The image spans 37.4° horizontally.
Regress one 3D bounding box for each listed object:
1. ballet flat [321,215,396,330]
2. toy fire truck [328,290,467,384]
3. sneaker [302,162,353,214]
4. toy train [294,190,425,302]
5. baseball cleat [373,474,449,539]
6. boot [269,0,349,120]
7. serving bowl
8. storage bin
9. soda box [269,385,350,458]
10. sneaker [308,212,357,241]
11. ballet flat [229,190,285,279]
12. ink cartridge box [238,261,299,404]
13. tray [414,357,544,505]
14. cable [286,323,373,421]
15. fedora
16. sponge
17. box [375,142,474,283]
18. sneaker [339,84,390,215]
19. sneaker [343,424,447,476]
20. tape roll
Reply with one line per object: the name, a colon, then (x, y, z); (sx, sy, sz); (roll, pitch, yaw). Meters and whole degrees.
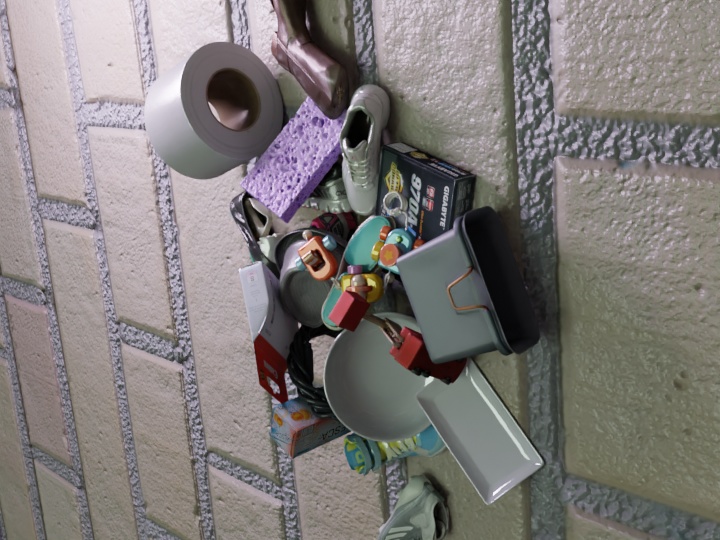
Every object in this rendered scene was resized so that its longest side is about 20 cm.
ballet flat: (0.000, 0.000, 1.639); (0.067, 0.062, 0.201); (36, 105, 20)
toy fire truck: (0.058, 0.099, 1.559); (0.141, 0.199, 0.049); (37, 98, 35)
sneaker: (-0.078, -0.150, 1.751); (0.198, 0.073, 0.089); (13, 112, 43)
toy train: (-0.005, -0.025, 1.575); (0.199, 0.056, 0.152); (-31, 82, 20)
baseball cleat: (0.086, 0.436, 1.772); (0.106, 0.069, 0.202); (43, 133, 32)
boot: (-0.072, -0.356, 1.652); (0.201, 0.064, 0.188); (53, 151, 38)
serving bowl: (0.041, 0.161, 1.662); (0.066, 0.197, 0.203); (-91, -13, -85)
storage bin: (0.138, 0.034, 1.468); (0.133, 0.145, 0.202); (-22, 88, 31)
soda box: (-0.053, 0.235, 1.759); (0.068, 0.198, 0.064); (39, 131, 35)
sneaker: (-0.079, -0.030, 1.792); (0.081, 0.074, 0.201); (51, 137, 25)
ballet flat: (-0.174, -0.059, 1.906); (0.068, 0.068, 0.201); (-45, 69, 39)
ink cartridge box: (-0.136, 0.107, 1.730); (0.163, 0.056, 0.202); (56, -165, -63)
tray: (0.177, 0.238, 1.593); (0.107, 0.022, 0.201); (-37, 70, 7)
cable: (-0.043, 0.163, 1.749); (0.200, 0.162, 0.051); (48, 148, 21)
fedora: (-0.072, 0.026, 1.722); (0.175, 0.091, 0.201); (22, 143, 6)
sponge: (-0.095, -0.183, 1.696); (0.111, 0.030, 0.201); (39, 91, 35)
box: (0.090, -0.073, 1.595); (0.158, 0.046, 0.202); (31, 126, 41)
sneaker: (-0.003, -0.174, 1.615); (0.077, 0.099, 0.203); (6, 112, 18)
sneaker: (0.051, 0.281, 1.708); (0.199, 0.130, 0.080); (-26, 83, 50)
tape roll: (-0.249, -0.269, 1.808); (0.138, 0.201, 0.205); (-18, 90, 52)
